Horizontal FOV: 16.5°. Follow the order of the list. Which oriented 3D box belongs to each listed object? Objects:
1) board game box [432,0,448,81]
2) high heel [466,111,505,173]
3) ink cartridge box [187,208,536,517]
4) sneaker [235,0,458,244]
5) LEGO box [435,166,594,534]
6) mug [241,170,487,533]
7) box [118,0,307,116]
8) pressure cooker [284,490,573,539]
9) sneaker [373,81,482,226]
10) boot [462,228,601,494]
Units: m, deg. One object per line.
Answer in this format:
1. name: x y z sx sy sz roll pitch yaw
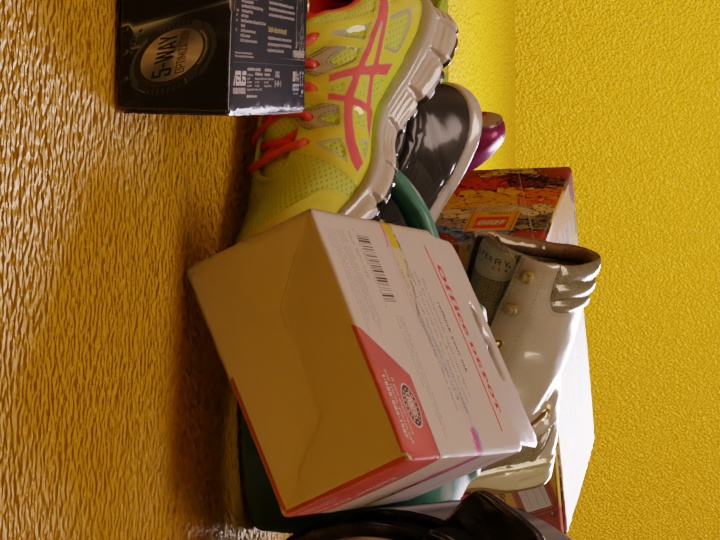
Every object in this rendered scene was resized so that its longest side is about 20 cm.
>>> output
1. board game box: 0.037 -0.103 1.797 0.102 0.047 0.202 -73 164 -66
2. high heel: 0.036 -0.042 1.490 0.200 0.067 0.097 -7 -91 62
3. ink cartridge box: 0.007 0.043 1.125 0.117 0.067 0.200 68 18 11
4. sneaker: -0.025 -0.079 1.205 0.090 0.078 0.201 45 44 -23
5. LEGO box: 0.098 0.051 1.598 0.149 0.076 0.202 -59 144 -66
6. mug: 0.006 0.046 1.265 0.152 0.113 0.186 -78 169 -56
7. box: -0.054 -0.143 0.995 0.200 0.043 0.162 -36 127 -82
8. pressure cooker: 0.022 0.195 1.137 0.200 0.177 0.178 10 72 -68
9. sneaker: -0.012 -0.018 1.360 0.099 0.071 0.201 13 103 -49
10. boot: 0.054 0.055 1.437 0.199 0.072 0.156 -4 116 -44
